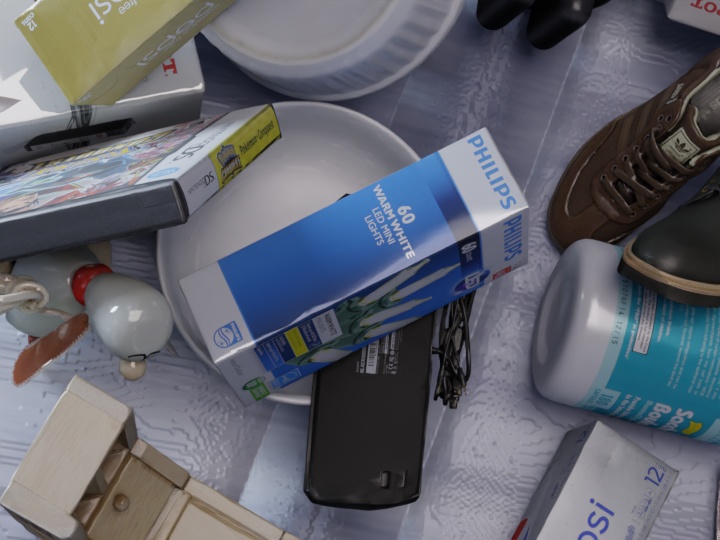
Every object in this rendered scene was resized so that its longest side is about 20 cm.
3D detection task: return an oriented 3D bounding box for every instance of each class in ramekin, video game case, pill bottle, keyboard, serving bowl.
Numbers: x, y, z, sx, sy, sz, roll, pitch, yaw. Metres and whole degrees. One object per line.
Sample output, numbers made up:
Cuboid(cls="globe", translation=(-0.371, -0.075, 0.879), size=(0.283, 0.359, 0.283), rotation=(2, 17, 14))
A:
Cuboid(cls="ramekin", translation=(-0.030, -0.210, 0.969), size=(0.199, 0.094, 0.205), rotation=(2, 97, 15))
Cuboid(cls="video game case", translation=(-0.163, -0.048, 0.904), size=(0.197, 0.181, 0.026), rotation=(-11, 107, 18))
Cuboid(cls="pill bottle", translation=(0.223, 0.055, 1.026), size=(0.197, 0.111, 0.112), rotation=(15, 74, -7))
Cuboid(cls="keyboard", translation=(0.024, 0.052, 0.967), size=(0.103, 0.040, 0.203), rotation=(3, 76, 13))
Cuboid(cls="serving bowl", translation=(-0.038, -0.007, 1.013), size=(0.197, 0.066, 0.203), rotation=(2, 77, -10))

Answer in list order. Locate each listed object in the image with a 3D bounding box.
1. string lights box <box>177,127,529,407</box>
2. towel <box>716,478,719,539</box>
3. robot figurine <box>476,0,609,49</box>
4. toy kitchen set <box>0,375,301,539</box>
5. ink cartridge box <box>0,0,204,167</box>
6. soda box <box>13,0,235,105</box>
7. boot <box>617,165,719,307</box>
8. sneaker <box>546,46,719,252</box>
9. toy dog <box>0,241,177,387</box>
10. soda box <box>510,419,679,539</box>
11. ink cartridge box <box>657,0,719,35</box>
Cuboid(cls="string lights box", translation=(0.000, 0.000, 0.906), size=(0.198, 0.103, 0.059), rotation=(-26, 71, -3))
Cuboid(cls="towel", translation=(0.336, 0.240, 1.046), size=(0.197, 0.032, 0.194), rotation=(10, 76, -8))
Cuboid(cls="robot figurine", translation=(0.138, -0.263, 1.083), size=(0.123, 0.150, 0.203), rotation=(2, 72, 33))
Cuboid(cls="toy kitchen set", translation=(-0.118, 0.196, 0.886), size=(0.198, 0.181, 0.164), rotation=(29, 74, 1))
Cuboid(cls="ink cartridge box", translation=(-0.212, -0.154, 1.004), size=(0.197, 0.084, 0.146), rotation=(-12, 80, -15))
Cuboid(cls="soda box", translation=(-0.106, -0.182, 0.906), size=(0.199, 0.068, 0.064), rotation=(-38, 86, 15))
Cuboid(cls="boot", translation=(0.243, -0.061, 0.980), size=(0.077, 0.140, 0.199), rotation=(30, 28, 26))
Cuboid(cls="sneaker", translation=(0.205, -0.087, 1.043), size=(0.200, 0.076, 0.070), rotation=(-44, 90, 8))
Cuboid(cls="toy dog", translation=(-0.177, 0.033, 0.926), size=(0.130, 0.200, 0.098), rotation=(-3, 107, -12))
Cuboid(cls="soda box", translation=(0.127, 0.202, 0.996), size=(0.068, 0.063, 0.201), rotation=(31, 73, -4))
Cuboid(cls="ink cartridge box", translation=(0.296, -0.249, 1.073), size=(0.127, 0.202, 0.126), rotation=(16, 35, -6))
